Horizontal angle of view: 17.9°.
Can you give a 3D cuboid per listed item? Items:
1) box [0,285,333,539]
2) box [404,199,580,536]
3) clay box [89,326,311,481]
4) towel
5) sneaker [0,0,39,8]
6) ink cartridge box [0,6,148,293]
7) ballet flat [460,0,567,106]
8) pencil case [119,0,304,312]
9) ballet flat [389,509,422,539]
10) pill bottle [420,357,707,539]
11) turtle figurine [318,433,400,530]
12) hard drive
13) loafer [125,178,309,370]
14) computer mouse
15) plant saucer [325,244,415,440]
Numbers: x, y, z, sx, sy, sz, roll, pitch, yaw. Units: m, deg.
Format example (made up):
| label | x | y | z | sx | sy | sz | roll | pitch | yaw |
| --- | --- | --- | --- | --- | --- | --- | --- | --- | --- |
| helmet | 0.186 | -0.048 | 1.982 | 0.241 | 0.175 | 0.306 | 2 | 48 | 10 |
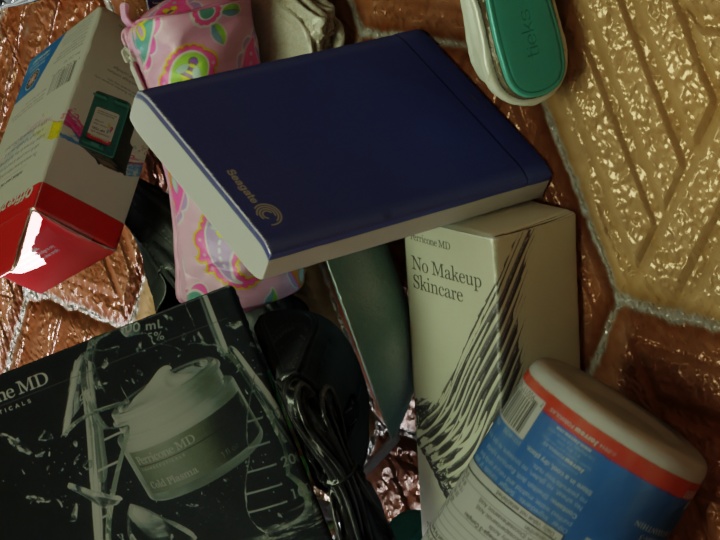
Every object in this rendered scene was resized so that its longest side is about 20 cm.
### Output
| label | x | y | z | sx | sy | sz | roll | pitch | yaw |
| --- | --- | --- | --- | --- | --- | --- | --- | --- | --- |
| box | -0.126 | 0.147 | 1.340 | 0.124 | 0.199 | 0.197 | 80 | 168 | -68 |
| box | 0.078 | 0.062 | 1.303 | 0.082 | 0.068 | 0.201 | 14 | 115 | 48 |
| clay box | -0.110 | 0.109 | 1.584 | 0.200 | 0.047 | 0.116 | 11 | 114 | 52 |
| towel | -0.069 | -0.112 | 1.459 | 0.133 | 0.034 | 0.201 | 47 | 137 | 34 |
| sneaker | -0.230 | -0.220 | 1.591 | 0.200 | 0.077 | 0.079 | -16 | 89 | 52 |
| ink cartridge box | -0.199 | -0.062 | 1.528 | 0.116 | 0.067 | 0.201 | -25 | 44 | 54 |
| ballet flat | 0.068 | -0.188 | 1.231 | 0.069 | 0.069 | 0.201 | 7 | 109 | 51 |
| pencil case | -0.091 | -0.073 | 1.401 | 0.087 | 0.087 | 0.201 | 1 | 107 | 52 |
| ballet flat | 0.091 | 0.193 | 1.352 | 0.200 | 0.069 | 0.070 | 20 | 119 | 50 |
| pill bottle | 0.089 | 0.157 | 1.221 | 0.112 | 0.112 | 0.201 | 37 | 100 | 39 |
| turtle figurine | -0.052 | 0.225 | 1.476 | 0.194 | 0.199 | 0.145 | 82 | 175 | -58 |
| hard drive | -0.009 | -0.069 | 1.254 | 0.132 | 0.199 | 0.025 | 50 | 137 | 28 |
| loafer | -0.117 | 0.002 | 1.523 | 0.200 | 0.068 | 0.071 | 39 | 92 | 35 |
| computer mouse | -0.017 | 0.082 | 1.350 | 0.200 | 0.052 | 0.139 | -118 | 6 | -65 |
| plant saucer | 0.000 | 0.000 | 1.354 | 0.201 | 0.038 | 0.202 | 160 | 90 | -90 |
